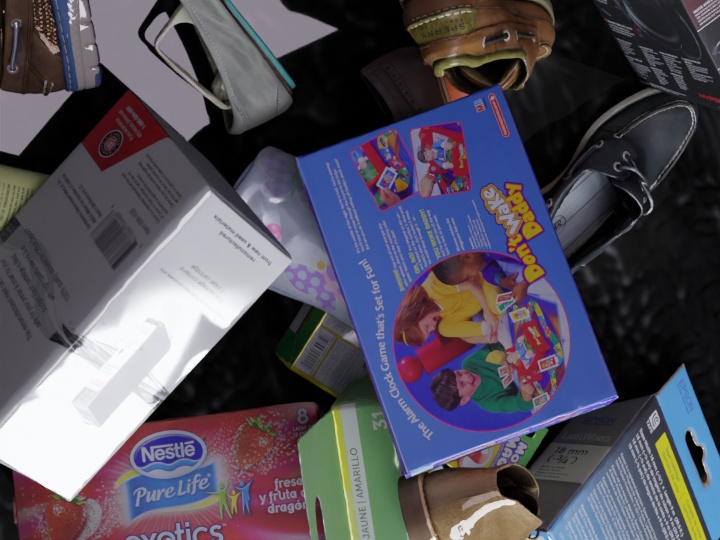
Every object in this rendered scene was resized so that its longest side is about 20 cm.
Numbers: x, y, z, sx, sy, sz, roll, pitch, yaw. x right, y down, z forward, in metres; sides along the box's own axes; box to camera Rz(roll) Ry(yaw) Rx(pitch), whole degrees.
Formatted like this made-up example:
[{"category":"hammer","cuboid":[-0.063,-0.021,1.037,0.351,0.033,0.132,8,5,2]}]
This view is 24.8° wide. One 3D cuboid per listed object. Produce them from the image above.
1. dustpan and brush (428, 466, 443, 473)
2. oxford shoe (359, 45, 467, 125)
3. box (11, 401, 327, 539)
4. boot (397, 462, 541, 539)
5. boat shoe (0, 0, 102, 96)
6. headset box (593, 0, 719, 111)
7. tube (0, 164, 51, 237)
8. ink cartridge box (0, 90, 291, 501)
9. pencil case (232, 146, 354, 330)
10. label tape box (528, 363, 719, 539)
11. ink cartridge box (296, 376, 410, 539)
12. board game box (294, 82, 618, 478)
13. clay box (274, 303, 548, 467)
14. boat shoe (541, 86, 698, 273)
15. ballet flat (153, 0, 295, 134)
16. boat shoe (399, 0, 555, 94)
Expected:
[{"category":"dustpan and brush","cuboid":[0.076,0.245,1.194,0.057,0.140,0.201,-3,132,-7]},{"category":"oxford shoe","cuboid":[0.051,-0.052,1.105,0.072,0.071,0.202,-15,90,-7]},{"category":"box","cuboid":[-0.115,0.144,1.053,0.198,0.100,0.097,-8,82,2]},{"category":"boot","cuboid":[0.089,0.172,1.054,0.075,0.074,0.200,-18,153,11]},{"category":"boat shoe","cuboid":[-0.207,-0.200,0.982,0.072,0.072,0.202,-14,109,-13]},{"category":"headset box","cuboid":[0.198,-0.212,1.073,0.075,0.149,0.201,-37,113,-6]},{"category":"tube","cuboid":[-0.221,-0.036,1.041,0.198,0.058,0.052,15,58,-26]},{"category":"ink cartridge box","cuboid":[-0.158,0.014,0.983,0.200,0.144,0.084,-46,129,3]},{"category":"pencil case","cuboid":[0.000,0.000,1.052,0.199,0.083,0.091,27,63,6]},{"category":"label tape box","cuboid":[0.191,0.184,1.216,0.200,0.063,0.145,-42,118,-38]},{"category":"ink cartridge box","cuboid":[0.008,0.152,1.018,0.047,0.200,0.147,-8,94,7]},{"category":"board game box","cuboid":[0.056,0.006,0.984,0.133,0.045,0.202,-19,80,-1]},{"category":"clay box","cuboid":[0.052,0.063,1.155,0.199,0.048,0.115,33,90,-24]},{"category":"boat shoe","cuboid":[0.170,-0.051,1.149,0.199,0.066,0.075,-36,122,-6]},{"category":"ballet flat","cuboid":[-0.113,-0.172,1.026,0.063,0.067,0.201,-33,112,1]},{"category":"boat shoe","cuboid":[0.075,-0.141,1.023,0.071,0.200,0.069,-17,82,25]}]
